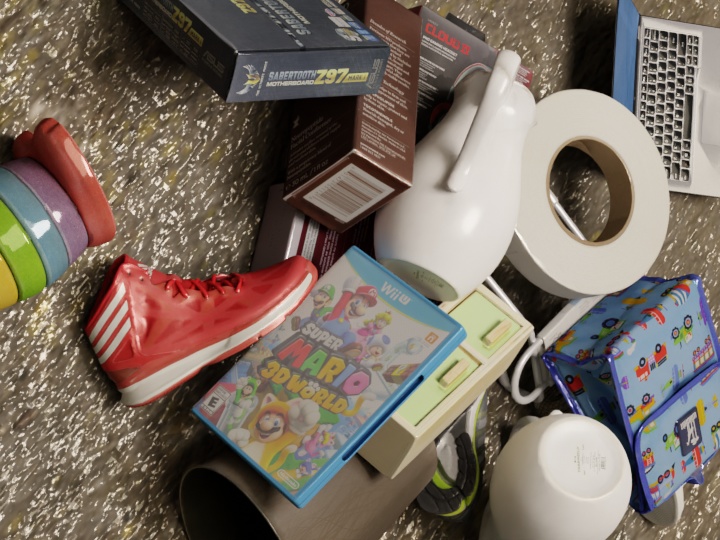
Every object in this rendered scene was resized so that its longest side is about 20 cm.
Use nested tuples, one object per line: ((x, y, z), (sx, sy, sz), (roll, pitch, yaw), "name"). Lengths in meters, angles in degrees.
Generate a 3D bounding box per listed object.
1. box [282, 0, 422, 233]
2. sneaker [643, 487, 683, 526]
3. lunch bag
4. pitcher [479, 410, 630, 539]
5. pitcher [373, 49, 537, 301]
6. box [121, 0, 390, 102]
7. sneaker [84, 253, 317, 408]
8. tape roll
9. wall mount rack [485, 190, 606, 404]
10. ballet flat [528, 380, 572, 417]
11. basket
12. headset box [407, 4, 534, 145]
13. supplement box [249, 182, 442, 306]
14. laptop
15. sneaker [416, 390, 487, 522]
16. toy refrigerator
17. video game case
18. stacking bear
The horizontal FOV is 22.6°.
((-0.005, -0.146, 1.605), (0.075, 0.100, 0.200), (30, 46, -29), "box")
((0.311, 0.159, 1.857), (0.116, 0.074, 0.200), (-45, 128, -35), "sneaker")
((0.285, 0.126, 1.745), (0.151, 0.094, 0.200), (-38, 113, -33), "lunch bag")
((0.172, 0.191, 1.672), (0.121, 0.200, 0.172), (5, 60, -11), "pitcher")
((0.090, -0.086, 1.580), (0.121, 0.172, 0.200), (22, 73, 8), "pitcher")
((-0.094, -0.213, 1.535), (0.158, 0.200, 0.051), (-8, 127, -35), "box")
((-0.141, 0.019, 1.522), (0.200, 0.078, 0.116), (-35, 103, -11), "sneaker")
((0.210, -0.073, 1.729), (0.203, 0.037, 0.203), (6, 79, -32), "tape roll")
((0.180, 0.027, 1.754), (0.200, 0.075, 0.174), (-43, 138, -30), "wall mount rack")
((0.248, 0.085, 1.843), (0.200, 0.046, 0.067), (-38, 109, -32), "ballet flat")
((-0.037, 0.193, 1.579), (0.200, 0.136, 0.180), (-37, 118, -36), "basket")
((0.071, -0.146, 1.716), (0.149, 0.075, 0.200), (27, 72, -31), "headset box")
((0.000, 0.000, 1.662), (0.200, 0.061, 0.109), (22, 74, -32), "supplement box")
((0.330, -0.183, 1.876), (0.200, 0.116, 0.187), (7, 83, -16), "laptop")
((0.088, 0.148, 1.715), (0.081, 0.074, 0.200), (70, 27, -61), "sneaker")
((0.065, 0.090, 1.580), (0.076, 0.070, 0.200), (40, 44, 12), "toy refrigerator")
((-0.027, 0.085, 1.501), (0.200, 0.143, 0.018), (-45, 142, -11), "video game case")
((-0.304, -0.017, 1.420), (0.200, 0.121, 0.114), (-37, 100, -22), "stacking bear")
